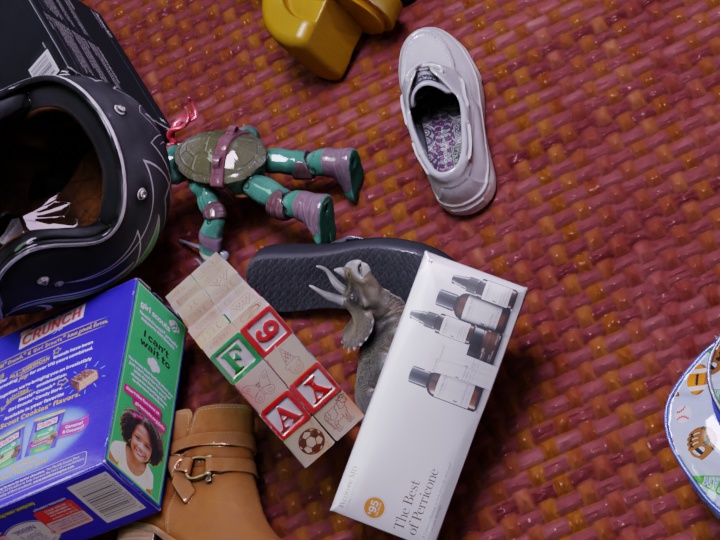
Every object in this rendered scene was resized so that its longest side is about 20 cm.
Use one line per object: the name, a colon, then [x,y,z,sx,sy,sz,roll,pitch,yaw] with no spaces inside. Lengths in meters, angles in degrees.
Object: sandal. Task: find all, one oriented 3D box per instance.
sandal: [0.000,-0.001,1.318,0.199,0.076,0.043,5,35,27]

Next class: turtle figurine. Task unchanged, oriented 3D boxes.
turtle figurine: [-0.106,-0.076,1.400,0.199,0.101,0.150,8,63,23]

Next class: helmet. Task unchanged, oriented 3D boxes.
helmet: [-0.252,-0.066,1.354,0.190,0.200,0.200,-30,49,-19]

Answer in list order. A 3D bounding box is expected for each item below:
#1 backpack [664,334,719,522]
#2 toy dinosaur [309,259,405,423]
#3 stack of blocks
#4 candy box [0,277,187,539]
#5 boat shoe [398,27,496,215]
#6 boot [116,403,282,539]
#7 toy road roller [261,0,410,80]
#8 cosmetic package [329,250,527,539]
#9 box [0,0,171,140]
backpack: [0.301,0.097,1.066,0.191,0.154,0.200,-46,54,5]
toy dinosaur: [0.034,0.087,1.249,0.102,0.077,0.201,-10,87,17]
stack of blocks: [-0.078,0.064,1.255,0.059,0.115,0.200,-41,20,-4]
candy box: [-0.236,0.123,1.306,0.169,0.077,0.200,-23,40,22]
boat shoe: [0.064,-0.140,1.374,0.072,0.069,0.201,-15,54,16]
boot: [-0.096,0.175,1.247,0.199,0.074,0.155,-1,55,22]
toy road roller: [-0.053,-0.263,1.480,0.199,0.123,0.146,19,80,33]
cosmetic package: [0.050,0.094,1.184,0.082,0.051,0.201,19,86,7]
box: [-0.278,-0.190,1.516,0.079,0.141,0.200,-46,49,14]
